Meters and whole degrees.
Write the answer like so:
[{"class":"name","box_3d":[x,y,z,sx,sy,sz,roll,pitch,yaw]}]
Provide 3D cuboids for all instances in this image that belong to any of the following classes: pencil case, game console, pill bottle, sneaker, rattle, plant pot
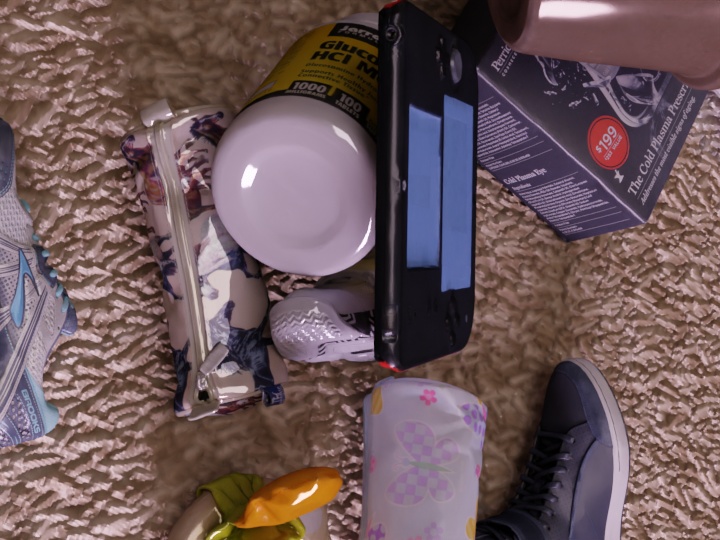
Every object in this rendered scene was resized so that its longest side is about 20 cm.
[{"class":"pencil case","box_3d":[0.035,0.176,0.767,0.089,0.083,0.203,5,67,11]},{"class":"game console","box_3d":[0.043,-0.047,0.685,0.030,0.177,0.204,1,91,15]},{"class":"pill bottle","box_3d":[-0.015,-0.094,0.735,0.113,0.112,0.201,46,32,-15]},{"class":"sneaker","box_3d":[-0.219,0.009,0.689,0.085,0.077,0.204,3,89,-38]},{"class":"sneaker","box_3d":[0.124,0.167,0.834,0.144,0.077,0.207,3,84,-29]},{"class":"pencil case","box_3d":[-0.101,-0.006,0.731,0.076,0.089,0.204,-12,90,3]},{"class":"rattle","box_3d":[-0.055,0.231,0.704,0.129,0.141,0.203,28,65,-40]},{"class":"sneaker","box_3d":[0.000,0.000,0.767,0.199,0.074,0.117,8,71,-58]},{"class":"plant pot","box_3d":[0.176,-0.215,0.745,0.171,0.200,0.204,-8,87,-9]}]

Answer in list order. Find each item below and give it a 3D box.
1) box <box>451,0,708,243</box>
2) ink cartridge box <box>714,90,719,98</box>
[{"class":"box","box_3d":[0.169,-0.161,0.882,0.181,0.104,0.202,36,69,-17]},{"class":"ink cartridge box","box_3d":[0.385,-0.179,1.031,0.159,0.050,0.204,-19,96,-28]}]
